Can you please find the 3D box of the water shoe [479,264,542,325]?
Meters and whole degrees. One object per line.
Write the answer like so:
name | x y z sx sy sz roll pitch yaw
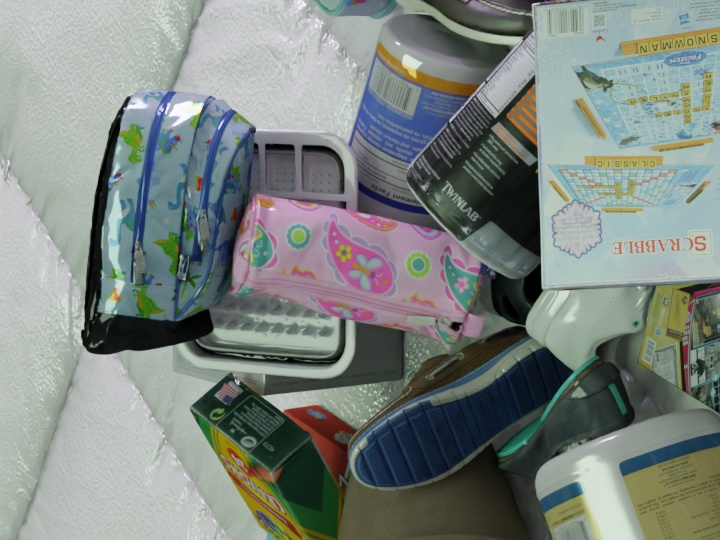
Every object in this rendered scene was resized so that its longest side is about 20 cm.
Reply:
water shoe | 0.141 -0.052 1.678 0.079 0.071 0.201 23 121 40

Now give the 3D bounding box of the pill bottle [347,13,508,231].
pill bottle | 0.045 -0.099 1.761 0.112 0.112 0.200 45 129 43

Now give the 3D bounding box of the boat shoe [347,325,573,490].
boat shoe | 0.070 0.107 1.693 0.072 0.200 0.072 37 148 57

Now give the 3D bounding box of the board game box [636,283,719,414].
board game box | 0.273 0.001 1.516 0.135 0.035 0.201 35 121 47

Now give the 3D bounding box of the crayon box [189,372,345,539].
crayon box | -0.058 0.192 1.822 0.127 0.051 0.200 33 157 46

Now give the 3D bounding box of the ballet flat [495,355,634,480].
ballet flat | 0.160 0.131 1.649 0.200 0.073 0.073 124 132 -62

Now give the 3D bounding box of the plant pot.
plant pot | 0.055 0.216 1.735 0.200 0.200 0.175 -47 40 46

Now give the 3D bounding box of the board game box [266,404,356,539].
board game box | -0.009 0.229 1.932 0.200 0.040 0.153 28 116 50

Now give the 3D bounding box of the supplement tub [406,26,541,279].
supplement tub | 0.139 -0.102 1.573 0.200 0.122 0.123 -47 51 11

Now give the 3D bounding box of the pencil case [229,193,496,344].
pencil case | 0.000 0.000 1.664 0.087 0.199 0.088 -166 90 -81

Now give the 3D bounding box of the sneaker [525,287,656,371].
sneaker | 0.203 -0.001 1.599 0.088 0.075 0.200 44 131 22

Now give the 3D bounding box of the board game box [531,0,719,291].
board game box | 0.218 -0.090 1.449 0.199 0.041 0.200 -2 87 25

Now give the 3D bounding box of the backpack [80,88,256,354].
backpack | -0.151 -0.043 1.691 0.153 0.163 0.201 -6 92 10

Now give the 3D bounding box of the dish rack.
dish rack | -0.073 -0.016 1.758 0.171 0.044 0.201 3 97 24

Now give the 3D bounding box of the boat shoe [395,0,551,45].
boat shoe | 0.092 -0.226 1.714 0.201 0.072 0.061 31 122 52

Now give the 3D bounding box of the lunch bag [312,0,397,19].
lunch bag | -0.020 -0.321 1.858 0.200 0.077 0.161 56 136 35

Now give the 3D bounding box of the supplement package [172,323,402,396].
supplement package | -0.064 -0.005 1.889 0.150 0.151 0.201 9 101 53

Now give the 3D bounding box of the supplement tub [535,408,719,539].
supplement tub | 0.219 0.212 1.513 0.145 0.144 0.201 -34 71 51
